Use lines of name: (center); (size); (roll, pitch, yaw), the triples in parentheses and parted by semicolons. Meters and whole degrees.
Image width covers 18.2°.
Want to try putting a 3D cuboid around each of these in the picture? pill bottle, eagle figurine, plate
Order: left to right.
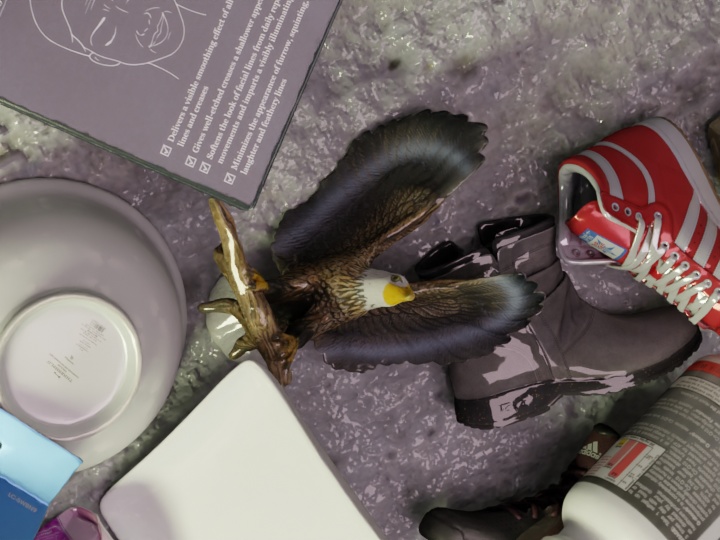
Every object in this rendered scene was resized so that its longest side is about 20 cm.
plate: (-0.057, 0.179, 1.432); (0.200, 0.200, 0.032); (53, 40, 8)
eagle figurine: (0.005, 0.003, 1.456); (0.199, 0.151, 0.152); (-25, 141, -33)
pill bottle: (0.209, 0.162, 1.525); (0.200, 0.116, 0.116); (-43, 116, -18)

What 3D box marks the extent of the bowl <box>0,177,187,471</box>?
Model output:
bowl: (-0.193, 0.049, 1.409); (0.200, 0.090, 0.203); (-6, 108, -20)

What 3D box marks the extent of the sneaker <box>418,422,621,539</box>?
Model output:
sneaker: (0.135, 0.158, 1.588); (0.199, 0.076, 0.116); (16, 94, -35)

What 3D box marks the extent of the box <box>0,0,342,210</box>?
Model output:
box: (-0.130, -0.144, 1.305); (0.199, 0.107, 0.149); (24, 92, -15)

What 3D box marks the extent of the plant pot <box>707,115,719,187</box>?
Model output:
plant pot: (0.352, -0.051, 1.554); (0.176, 0.200, 0.201); (-18, 111, -3)

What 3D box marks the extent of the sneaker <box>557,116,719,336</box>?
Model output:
sneaker: (0.206, -0.004, 1.507); (0.112, 0.071, 0.201); (-19, 69, -34)

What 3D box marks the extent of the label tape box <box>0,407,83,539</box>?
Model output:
label tape box: (-0.285, 0.162, 1.367); (0.144, 0.063, 0.200); (34, 114, -14)

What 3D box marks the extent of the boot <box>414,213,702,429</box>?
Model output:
boot: (0.142, 0.021, 1.551); (0.199, 0.070, 0.133); (-18, 104, -23)

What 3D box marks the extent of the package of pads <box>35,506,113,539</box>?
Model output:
package of pads: (-0.173, 0.268, 1.487); (0.120, 0.076, 0.201); (-36, 114, -9)
